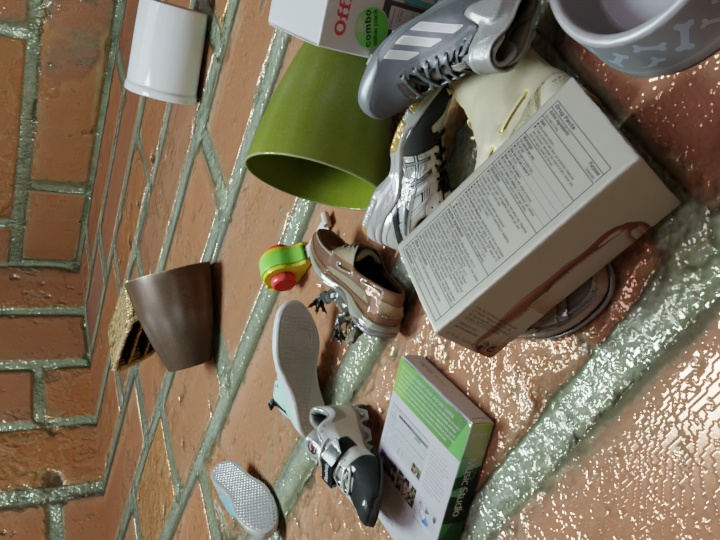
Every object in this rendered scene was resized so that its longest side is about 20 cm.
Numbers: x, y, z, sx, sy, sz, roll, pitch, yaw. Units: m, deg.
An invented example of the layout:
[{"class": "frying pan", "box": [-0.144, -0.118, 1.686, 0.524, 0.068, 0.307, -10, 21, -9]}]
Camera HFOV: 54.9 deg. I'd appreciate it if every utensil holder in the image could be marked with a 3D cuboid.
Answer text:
[{"class": "utensil holder", "box": [-0.444, -0.505, 1.594, 0.170, 0.166, 0.205, 41, 121, 53]}]

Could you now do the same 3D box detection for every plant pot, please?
[{"class": "plant pot", "box": [-0.032, -0.204, 0.872, 0.186, 0.184, 0.205, -2, 71, 59]}, {"class": "plant pot", "box": [-0.384, 0.103, 1.470, 0.186, 0.183, 0.205, -15, 90, 58]}]

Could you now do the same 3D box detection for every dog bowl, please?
[{"class": "dog bowl", "box": [0.220, -0.256, 0.522, 0.198, 0.057, 0.206, -5, 84, 59]}]

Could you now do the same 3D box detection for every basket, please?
[{"class": "basket", "box": [-0.548, 0.147, 1.757, 0.202, 0.140, 0.151, -59, 38, 31]}]

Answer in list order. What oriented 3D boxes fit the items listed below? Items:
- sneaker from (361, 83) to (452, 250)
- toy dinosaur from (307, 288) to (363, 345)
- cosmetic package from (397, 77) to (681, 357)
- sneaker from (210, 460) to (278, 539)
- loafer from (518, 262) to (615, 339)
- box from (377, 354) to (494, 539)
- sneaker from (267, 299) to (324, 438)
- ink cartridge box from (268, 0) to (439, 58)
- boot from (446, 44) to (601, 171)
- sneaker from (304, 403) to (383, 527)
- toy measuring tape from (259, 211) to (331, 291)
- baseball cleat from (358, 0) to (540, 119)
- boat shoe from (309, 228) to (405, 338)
[{"class": "sneaker", "box": [0.073, -0.109, 0.760, 0.086, 0.076, 0.203, 27, 125, 11]}, {"class": "toy dinosaur", "box": [-0.031, 0.043, 0.964, 0.089, 0.046, 0.202, -61, 35, 33]}, {"class": "cosmetic package", "box": [0.136, -0.035, 0.560, 0.200, 0.086, 0.105, -43, 46, 25]}, {"class": "sneaker", "box": [-0.193, 0.413, 1.216, 0.199, 0.073, 0.084, 31, 144, 52]}, {"class": "loafer", "box": [0.140, 0.031, 0.639, 0.199, 0.061, 0.074, -27, 66, 57]}, {"class": "box", "box": [0.071, 0.219, 0.779, 0.144, 0.036, 0.205, 40, 124, 54]}, {"class": "sneaker", "box": [-0.109, 0.139, 1.033, 0.117, 0.072, 0.206, 13, 114, 60]}, {"class": "ink cartridge box", "box": [0.027, -0.301, 0.723, 0.146, 0.195, 0.150, 44, 125, 51]}, {"class": "boot", "box": [0.124, -0.120, 0.666, 0.202, 0.071, 0.157, -62, 39, 35]}, {"class": "sneaker", "box": [-0.025, 0.232, 0.839, 0.201, 0.086, 0.076, -118, 40, -67]}, {"class": "toy measuring tape", "box": [-0.112, -0.025, 1.078, 0.201, 0.072, 0.075, -51, 46, 47]}, {"class": "baseball cleat", "box": [0.077, -0.196, 0.628, 0.199, 0.069, 0.108, -42, 46, 25]}, {"class": "boat shoe", "box": [0.000, 0.000, 0.886, 0.200, 0.074, 0.073, 48, 125, 39]}]
